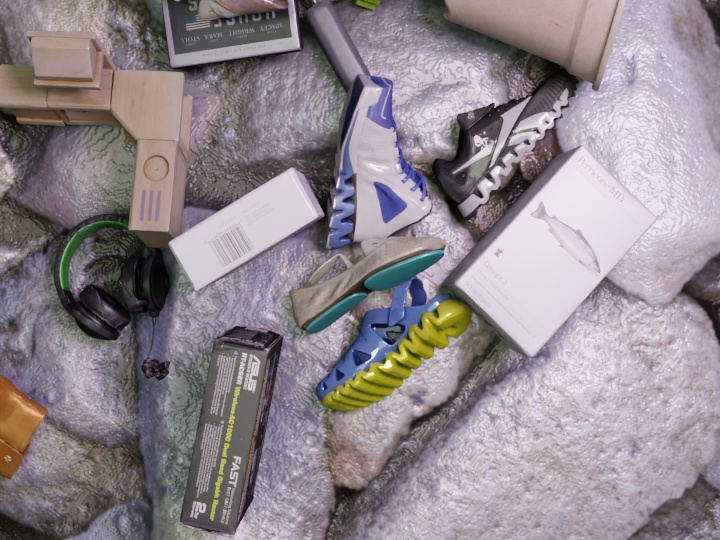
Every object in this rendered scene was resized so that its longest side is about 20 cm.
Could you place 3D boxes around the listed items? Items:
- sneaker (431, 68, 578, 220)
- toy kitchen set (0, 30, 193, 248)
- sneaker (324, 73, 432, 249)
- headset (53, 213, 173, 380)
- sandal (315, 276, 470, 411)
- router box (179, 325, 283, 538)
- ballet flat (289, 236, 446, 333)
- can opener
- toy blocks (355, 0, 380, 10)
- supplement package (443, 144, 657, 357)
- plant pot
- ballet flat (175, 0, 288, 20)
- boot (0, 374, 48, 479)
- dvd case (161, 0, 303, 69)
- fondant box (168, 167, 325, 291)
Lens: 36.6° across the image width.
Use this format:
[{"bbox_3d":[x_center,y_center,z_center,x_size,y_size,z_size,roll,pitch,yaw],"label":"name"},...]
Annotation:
[{"bbox_3d":[0.155,-0.158,1.206,0.090,0.066,0.200,41,95,-4],"label":"sneaker"},{"bbox_3d":[-0.291,-0.135,1.144,0.197,0.163,0.183,3,78,1],"label":"toy kitchen set"},{"bbox_3d":[0.029,-0.112,1.197,0.114,0.081,0.202,7,116,-10],"label":"sneaker"},{"bbox_3d":[-0.266,0.031,1.205,0.123,0.094,0.201,-31,81,2],"label":"headset"},{"bbox_3d":[0.028,0.080,1.222,0.199,0.079,0.087,-38,62,6],"label":"sandal"},{"bbox_3d":[-0.137,0.168,1.182,0.061,0.150,0.203,11,92,1],"label":"router box"},{"bbox_3d":[0.000,0.000,1.194,0.199,0.067,0.063,-31,70,21],"label":"ballet flat"},{"bbox_3d":[-0.032,-0.284,1.209,0.066,0.053,0.202,-25,92,1],"label":"can opener"},{"bbox_3d":[0.052,-0.374,1.147,0.099,0.136,0.202,10,102,-32],"label":"toy blocks"},{"bbox_3d":[0.201,-0.020,1.183,0.117,0.117,0.200,42,89,-1],"label":"supplement package"},{"bbox_3d":[0.189,-0.310,1.144,0.181,0.200,0.203,16,93,7],"label":"plant pot"},{"bbox_3d":[-0.167,-0.307,1.146,0.199,0.068,0.068,33,116,9],"label":"ballet flat"},{"bbox_3d":[-0.458,0.198,1.230,0.144,0.071,0.201,39,104,-14],"label":"boot"},{"bbox_3d":[-0.147,-0.329,1.179,0.148,0.025,0.203,-7,95,8],"label":"dvd case"},{"bbox_3d":[-0.113,-0.045,1.147,0.143,0.200,0.059,-31,94,2],"label":"fondant box"}]
